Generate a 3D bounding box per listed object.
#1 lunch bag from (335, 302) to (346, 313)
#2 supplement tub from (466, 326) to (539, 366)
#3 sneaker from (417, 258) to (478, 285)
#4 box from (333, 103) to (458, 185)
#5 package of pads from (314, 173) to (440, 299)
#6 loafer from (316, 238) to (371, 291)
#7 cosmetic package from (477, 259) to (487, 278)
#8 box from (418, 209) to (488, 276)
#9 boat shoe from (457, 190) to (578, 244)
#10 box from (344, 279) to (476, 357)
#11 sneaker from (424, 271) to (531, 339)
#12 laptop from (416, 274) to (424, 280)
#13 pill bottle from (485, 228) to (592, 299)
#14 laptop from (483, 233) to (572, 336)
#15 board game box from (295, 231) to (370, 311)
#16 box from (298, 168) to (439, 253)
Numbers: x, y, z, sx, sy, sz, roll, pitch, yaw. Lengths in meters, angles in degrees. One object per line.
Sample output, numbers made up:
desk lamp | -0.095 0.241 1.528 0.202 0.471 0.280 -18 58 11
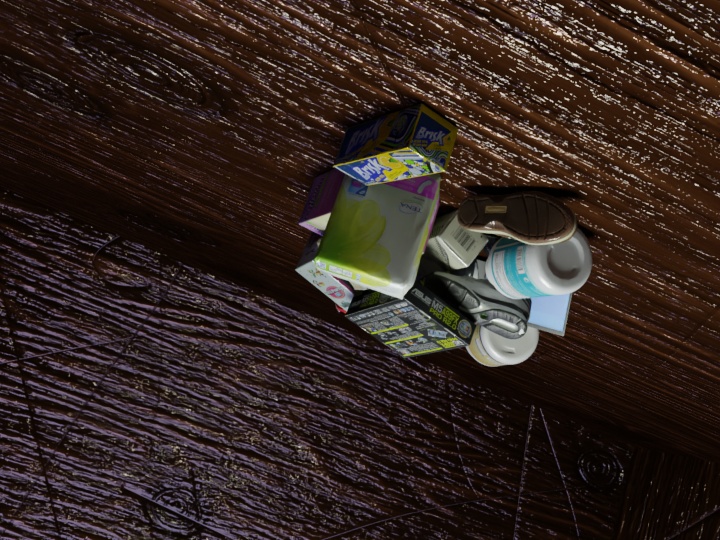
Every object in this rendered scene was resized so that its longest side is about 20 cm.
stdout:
lunch bag | 0.034 0.055 1.771 0.198 0.180 0.081 7 167 42
supplement tub | 0.337 0.159 1.804 0.142 0.147 0.200 21 168 -5
sneaker | 0.155 0.033 1.426 0.083 0.075 0.201 4 138 -29
box | 0.043 -0.168 1.018 0.069 0.065 0.199 26 167 -28
package of pads | 0.032 -0.072 1.131 0.152 0.203 0.068 18 164 5
loafer | 0.000 0.000 1.363 0.198 0.069 0.075 27 167 -29
cosmetic package | 0.233 0.006 1.514 0.197 0.052 0.083 16 170 20
box | 0.144 -0.047 1.344 0.082 0.069 0.200 43 163 -9
boat shoe | 0.242 -0.079 1.099 0.074 0.076 0.200 12 -176 -44
box | 0.086 0.091 1.338 0.159 0.045 0.199 35 152 -21
sneaker | 0.216 0.039 1.334 0.198 0.116 0.076 26 131 8
laptop | 0.171 0.051 1.621 0.200 0.104 0.176 48 154 -16
pill bottle | 0.279 -0.012 1.207 0.109 0.113 0.200 23 169 -14
laptop | 0.299 0.026 1.367 0.174 0.105 0.200 15 167 23
board game box | -0.016 -0.010 1.446 0.199 0.149 0.064 38 144 -25
box | 0.011 -0.100 1.305 0.174 0.098 0.199 24 167 -20
